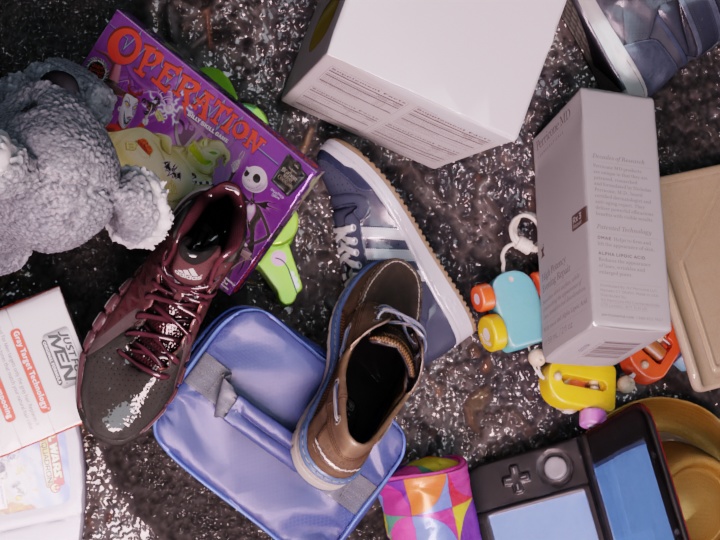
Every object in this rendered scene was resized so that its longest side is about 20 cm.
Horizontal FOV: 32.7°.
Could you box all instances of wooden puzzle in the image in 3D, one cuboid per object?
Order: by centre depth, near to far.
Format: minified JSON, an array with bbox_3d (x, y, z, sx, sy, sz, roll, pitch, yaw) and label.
[{"bbox_3d":[0.336,-0.003,1.067,0.198,0.037,0.187,-11,79,-21],"label":"wooden puzzle"}]

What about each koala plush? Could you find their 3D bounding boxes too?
[{"bbox_3d":[-0.226,-0.066,0.816,0.176,0.199,0.186,18,88,-46],"label":"koala plush"}]

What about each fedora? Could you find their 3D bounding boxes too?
[{"bbox_3d":[0.260,0.209,1.042,0.198,0.082,0.203,0,89,-12],"label":"fedora"}]

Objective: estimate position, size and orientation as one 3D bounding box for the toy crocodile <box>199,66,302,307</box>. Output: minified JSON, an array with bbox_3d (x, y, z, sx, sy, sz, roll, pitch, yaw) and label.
[{"bbox_3d":[-0.092,-0.066,0.976,0.061,0.067,0.202,-18,91,-9],"label":"toy crocodile"}]

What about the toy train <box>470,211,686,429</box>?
[{"bbox_3d":[0.182,0.051,1.046,0.199,0.056,0.151,36,64,-3],"label":"toy train"}]

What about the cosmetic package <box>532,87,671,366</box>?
[{"bbox_3d":[0.192,-0.034,0.993,0.073,0.102,0.202,5,69,-15],"label":"cosmetic package"}]

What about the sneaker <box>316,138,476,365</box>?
[{"bbox_3d":[0.000,0.000,0.994,0.108,0.070,0.201,-36,100,-12],"label":"sneaker"}]

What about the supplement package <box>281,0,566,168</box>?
[{"bbox_3d":[0.047,-0.185,0.939,0.149,0.200,0.153,22,84,-12],"label":"supplement package"}]

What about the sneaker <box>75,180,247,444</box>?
[{"bbox_3d":[-0.135,0.021,0.839,0.075,0.115,0.202,26,76,-9],"label":"sneaker"}]

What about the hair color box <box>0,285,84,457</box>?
[{"bbox_3d":[-0.295,0.094,0.896,0.198,0.061,0.103,-22,94,-11],"label":"hair color box"}]

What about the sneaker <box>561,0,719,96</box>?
[{"bbox_3d":[0.233,-0.259,1.037,0.145,0.077,0.203,-34,106,0],"label":"sneaker"}]

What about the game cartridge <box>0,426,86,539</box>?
[{"bbox_3d":[-0.281,0.139,0.947,0.132,0.042,0.203,-10,91,-8],"label":"game cartridge"}]

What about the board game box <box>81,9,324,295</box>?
[{"bbox_3d":[-0.139,-0.090,0.938,0.199,0.032,0.120,39,100,7],"label":"board game box"}]

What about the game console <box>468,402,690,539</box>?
[{"bbox_3d":[0.172,0.226,0.953,0.171,0.119,0.202,-17,71,12],"label":"game console"}]

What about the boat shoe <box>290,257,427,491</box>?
[{"bbox_3d":[0.015,0.065,0.888,0.072,0.072,0.201,31,51,-17],"label":"boat shoe"}]

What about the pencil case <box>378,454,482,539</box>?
[{"bbox_3d":[0.062,0.253,0.999,0.087,0.088,0.203,-8,90,-12],"label":"pencil case"}]

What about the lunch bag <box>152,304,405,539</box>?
[{"bbox_3d":[-0.070,0.114,0.944,0.199,0.132,0.136,38,82,-10],"label":"lunch bag"}]
